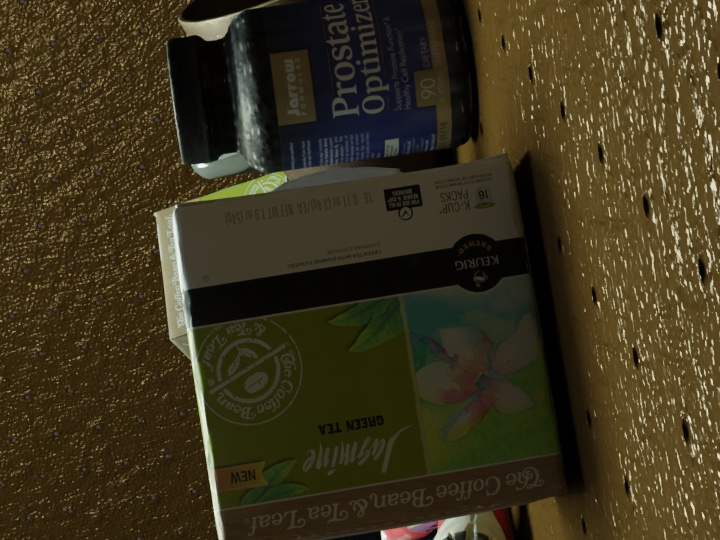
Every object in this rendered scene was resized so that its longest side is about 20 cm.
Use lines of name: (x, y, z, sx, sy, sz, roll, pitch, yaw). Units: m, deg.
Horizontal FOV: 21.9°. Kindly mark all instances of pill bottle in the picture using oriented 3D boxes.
pill bottle: (-0.028, -0.127, 1.266, 0.112, 0.198, 0.113, 172, 90, -86)

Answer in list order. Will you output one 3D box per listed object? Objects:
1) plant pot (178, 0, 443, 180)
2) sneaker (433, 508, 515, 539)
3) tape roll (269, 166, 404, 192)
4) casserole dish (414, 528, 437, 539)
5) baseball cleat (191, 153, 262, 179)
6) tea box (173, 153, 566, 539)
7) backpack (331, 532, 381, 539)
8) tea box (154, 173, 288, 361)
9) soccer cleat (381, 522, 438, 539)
plant pot: (-0.015, -0.137, 1.415, 0.187, 0.185, 0.202, -109, -3, -71)
sneaker: (0.092, 0.220, 1.365, 0.201, 0.076, 0.085, 88, -168, -48)
tape roll: (-0.003, 0.031, 1.249, 0.071, 0.200, 0.204, 86, 174, -59)
casserole dish: (0.053, 0.251, 1.437, 0.200, 0.038, 0.123, -36, -45, -64)
baseball cleat: (-0.047, -0.099, 1.644, 0.070, 0.198, 0.107, -118, 9, -63)
tea box: (0.002, 0.053, 1.098, 0.134, 0.198, 0.199, 113, 147, -82)
backpack: (-0.011, 0.141, 1.568, 0.153, 0.199, 0.193, 24, 120, 47)
tea box: (-0.053, 0.018, 1.655, 0.200, 0.195, 0.135, 54, -159, -58)
soccer cleat: (0.063, 0.135, 1.457, 0.067, 0.076, 0.201, 60, -148, -23)
